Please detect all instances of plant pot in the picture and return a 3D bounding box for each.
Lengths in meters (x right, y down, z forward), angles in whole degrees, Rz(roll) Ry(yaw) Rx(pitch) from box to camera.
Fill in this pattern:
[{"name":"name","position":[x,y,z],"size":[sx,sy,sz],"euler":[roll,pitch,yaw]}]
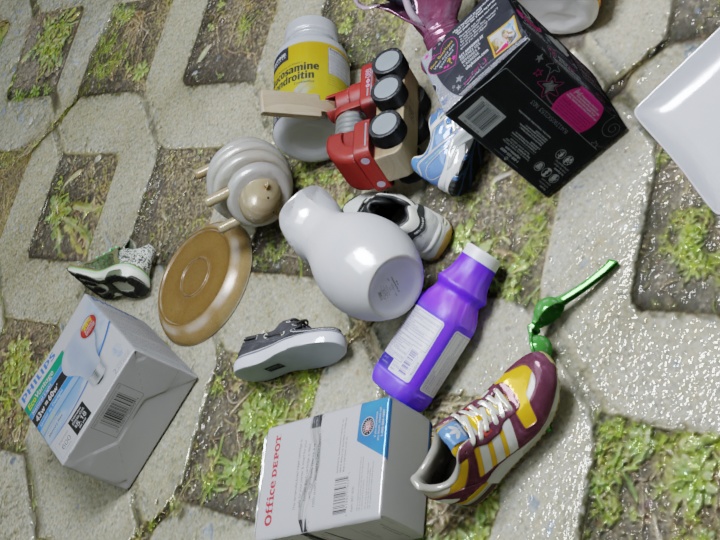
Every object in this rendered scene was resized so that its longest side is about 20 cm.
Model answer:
[{"name":"plant pot","position":[-0.239,0.014,1.961],"size":[0.199,0.027,0.202],"euler":[-25,51,35]}]

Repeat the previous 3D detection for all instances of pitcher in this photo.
[{"name":"pitcher","position":[0.000,0.000,1.610],"size":[0.121,0.172,0.200],"euler":[-40,37,-12]}]

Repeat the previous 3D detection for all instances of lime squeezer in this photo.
[{"name":"lime squeezer","position":[0.215,0.075,1.445],"size":[0.070,0.038,0.202],"euler":[20,80,18]}]

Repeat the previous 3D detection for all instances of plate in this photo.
[{"name":"plate","position":[0.410,-0.177,1.390],"size":[0.200,0.032,0.200],"euler":[-45,40,17]}]

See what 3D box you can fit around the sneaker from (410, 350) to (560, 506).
[{"name":"sneaker","position":[0.133,0.168,1.401],"size":[0.201,0.090,0.075],"euler":[-59,44,15]}]

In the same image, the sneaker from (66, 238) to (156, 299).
[{"name":"sneaker","position":[-0.390,-0.008,2.112],"size":[0.199,0.077,0.089],"euler":[3,55,42]}]

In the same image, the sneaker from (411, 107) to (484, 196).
[{"name":"sneaker","position":[0.129,-0.196,1.650],"size":[0.076,0.076,0.202],"euler":[21,80,25]}]

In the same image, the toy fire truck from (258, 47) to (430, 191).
[{"name":"toy fire truck","position":[-0.023,-0.193,1.734],"size":[0.198,0.129,0.177],"euler":[-15,49,22]}]

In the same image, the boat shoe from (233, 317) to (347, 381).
[{"name":"boat shoe","position":[-0.092,0.094,1.728],"size":[0.199,0.070,0.067],"euler":[-23,52,46]}]

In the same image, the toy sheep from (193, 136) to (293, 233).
[{"name":"toy sheep","position":[-0.163,-0.128,1.889],"size":[0.138,0.137,0.201],"euler":[-47,36,14]}]

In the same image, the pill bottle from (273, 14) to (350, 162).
[{"name":"pill bottle","position":[-0.070,-0.264,1.888],"size":[0.111,0.112,0.202],"euler":[-27,49,33]}]

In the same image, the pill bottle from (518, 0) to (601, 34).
[{"name":"pill bottle","position":[0.255,-0.405,1.629],"size":[0.116,0.116,0.202],"euler":[-3,65,45]}]

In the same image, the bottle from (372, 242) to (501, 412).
[{"name":"bottle","position":[0.093,0.064,1.546],"size":[0.201,0.065,0.083],"euler":[-58,36,1]}]

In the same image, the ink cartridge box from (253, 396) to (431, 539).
[{"name":"ink cartridge box","position":[-0.022,0.245,1.539],"size":[0.199,0.084,0.146],"euler":[-18,53,38]}]

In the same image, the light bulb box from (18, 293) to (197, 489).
[{"name":"light bulb box","position":[-0.371,0.174,1.922],"size":[0.199,0.124,0.200],"euler":[-58,40,2]}]

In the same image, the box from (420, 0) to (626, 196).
[{"name":"box","position":[0.185,-0.203,1.510],"size":[0.132,0.199,0.115],"euler":[-40,41,21]}]

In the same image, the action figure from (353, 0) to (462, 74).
[{"name":"action figure","position":[0.108,-0.308,1.700],"size":[0.134,0.148,0.202],"euler":[-33,77,39]}]

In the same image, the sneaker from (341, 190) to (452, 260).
[{"name":"sneaker","position":[0.030,-0.074,1.684],"size":[0.199,0.087,0.076],"euler":[16,80,51]}]
